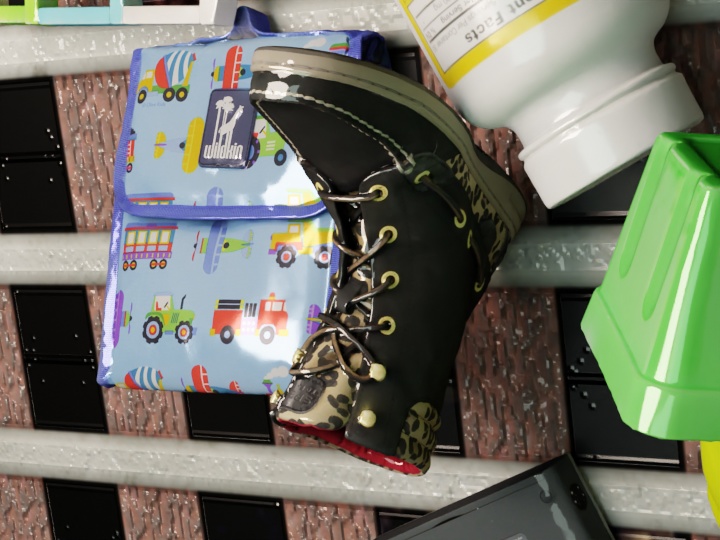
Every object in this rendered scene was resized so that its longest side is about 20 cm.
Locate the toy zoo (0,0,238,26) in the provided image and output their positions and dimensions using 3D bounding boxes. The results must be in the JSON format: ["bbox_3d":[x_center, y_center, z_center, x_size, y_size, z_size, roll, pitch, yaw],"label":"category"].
[{"bbox_3d":[-0.126,-0.197,0.895,0.198,0.020,0.133,4,95,30],"label":"toy zoo"}]

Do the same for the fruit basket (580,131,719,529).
[{"bbox_3d":[0.192,0.052,0.680,0.213,0.156,0.218,0,108,-2],"label":"fruit basket"}]

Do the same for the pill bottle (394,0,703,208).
[{"bbox_3d":[0.070,-0.135,0.751,0.111,0.111,0.202,-30,87,34],"label":"pill bottle"}]

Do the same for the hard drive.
[{"bbox_3d":[0.097,0.213,0.880,0.139,0.033,0.202,-29,88,34],"label":"hard drive"}]

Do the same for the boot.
[{"bbox_3d":[0.000,0.000,0.756,0.073,0.200,0.152,11,76,32],"label":"boot"}]

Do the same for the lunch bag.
[{"bbox_3d":[-0.053,-0.037,0.882,0.149,0.094,0.203,-1,87,32],"label":"lunch bag"}]
